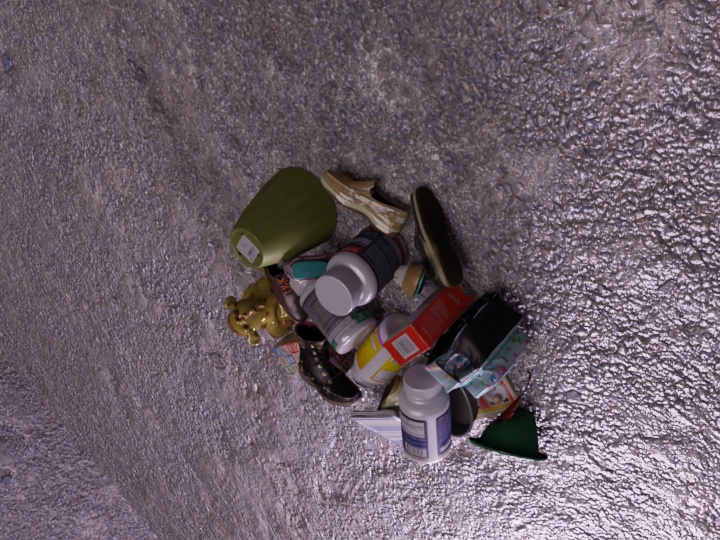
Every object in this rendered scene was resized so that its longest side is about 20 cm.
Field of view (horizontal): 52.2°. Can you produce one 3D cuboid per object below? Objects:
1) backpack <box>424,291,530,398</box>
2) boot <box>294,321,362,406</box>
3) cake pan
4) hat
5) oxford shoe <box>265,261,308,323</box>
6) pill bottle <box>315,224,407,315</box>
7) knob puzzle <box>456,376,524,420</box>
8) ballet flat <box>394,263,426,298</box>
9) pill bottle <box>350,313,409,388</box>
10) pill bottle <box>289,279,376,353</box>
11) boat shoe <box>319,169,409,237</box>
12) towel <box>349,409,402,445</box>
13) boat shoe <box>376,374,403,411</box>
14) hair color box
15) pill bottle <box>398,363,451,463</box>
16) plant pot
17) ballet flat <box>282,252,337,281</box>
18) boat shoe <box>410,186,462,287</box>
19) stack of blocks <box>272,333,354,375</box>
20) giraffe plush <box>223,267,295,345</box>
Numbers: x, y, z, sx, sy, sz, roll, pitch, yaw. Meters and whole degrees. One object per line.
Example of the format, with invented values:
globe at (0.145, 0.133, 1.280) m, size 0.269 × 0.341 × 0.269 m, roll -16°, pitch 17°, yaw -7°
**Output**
backpack at (0.224, 0.156, 1.445) m, size 0.151 × 0.177 × 0.200 m, roll 47°, pitch 145°, yaw 2°
boot at (-0.080, 0.214, 1.693) m, size 0.199 × 0.073 × 0.152 m, roll 30°, pitch 139°, yaw 41°
cake pan at (0.184, 0.271, 1.620) m, size 0.200 × 0.036 × 0.202 m, roll 36°, pitch 141°, yaw 35°
hat at (0.331, 0.294, 1.549) m, size 0.199 × 0.164 × 0.179 m, roll 4°, pitch 83°, yaw 61°
oxford shoe at (-0.179, 0.032, 1.712) m, size 0.070 × 0.073 × 0.202 m, roll -26°, pitch 90°, yaw 6°
pill bottle at (0.000, 0.000, 1.493) m, size 0.118 × 0.200 × 0.121 m, roll 19°, pitch 129°, yaw 25°
knob puzzle at (0.233, 0.239, 1.598) m, size 0.217 × 0.030 × 0.222 m, roll 21°, pitch 130°, yaw 27°
ballet flat at (0.094, 0.020, 1.457) m, size 0.062 × 0.069 × 0.200 m, roll 22°, pitch 174°, yaw 6°
pill bottle at (0.051, 0.188, 1.652) m, size 0.104 × 0.104 × 0.200 m, roll 43°, pitch 136°, yaw 5°
pill bottle at (-0.065, 0.076, 1.643) m, size 0.201 × 0.112 × 0.114 m, roll 50°, pitch 138°, yaw 16°
boat shoe at (0.012, -0.154, 1.484) m, size 0.199 × 0.072 × 0.077 m, roll 34°, pitch 120°, yaw 5°
towel at (0.085, 0.374, 1.748) m, size 0.146 × 0.024 × 0.199 m, roll -10°, pitch 144°, yaw 41°
boat shoe at (0.084, 0.298, 1.706) m, size 0.062 × 0.074 × 0.201 m, roll 23°, pitch 151°, yaw 0°
hair color box at (0.139, 0.096, 1.450) m, size 0.061 × 0.200 × 0.101 m, roll 49°, pitch 137°, yaw 0°
pill bottle at (0.138, 0.303, 1.571) m, size 0.110 × 0.111 × 0.202 m, roll 15°, pitch 128°, yaw 30°
plant pot at (-0.180, -0.094, 1.570) m, size 0.185 × 0.200 × 0.189 m, roll 20°, pitch 129°, yaw 26°
ballet flat at (-0.074, -0.011, 1.596) m, size 0.071 × 0.197 × 0.070 m, roll -140°, pitch 53°, yaw -60°
boat shoe at (0.133, -0.059, 1.426) m, size 0.066 × 0.071 × 0.203 m, roll -19°, pitch 94°, yaw 47°
stack of blocks at (-0.116, 0.210, 1.831) m, size 0.198 × 0.059 × 0.116 m, roll -17°, pitch 108°, yaw 44°
giraffe plush at (-0.255, 0.103, 1.791) m, size 0.172 × 0.162 × 0.201 m, roll 34°, pitch 135°, yaw 14°
